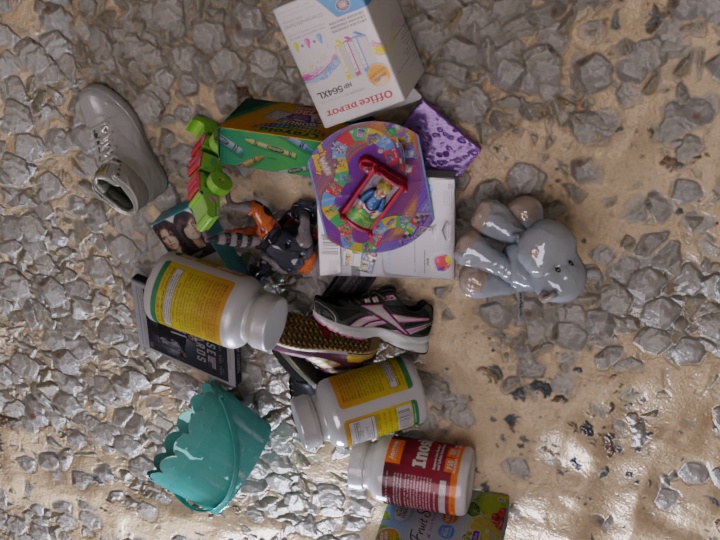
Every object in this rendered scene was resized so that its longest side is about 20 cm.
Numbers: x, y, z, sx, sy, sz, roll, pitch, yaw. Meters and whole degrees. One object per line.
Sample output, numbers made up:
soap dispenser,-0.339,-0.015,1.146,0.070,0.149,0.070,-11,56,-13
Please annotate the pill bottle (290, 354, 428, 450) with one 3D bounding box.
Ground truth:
pill bottle,-0.004,0.212,1.773,0.199,0.113,0.113,-17,116,-10

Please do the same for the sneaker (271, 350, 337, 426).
sneaker,-0.102,0.189,1.859,0.106,0.075,0.200,-34,105,30

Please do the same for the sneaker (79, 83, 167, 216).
sneaker,-0.376,-0.180,1.714,0.073,0.116,0.201,-24,108,29

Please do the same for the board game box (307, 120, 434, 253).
board game box,0.016,-0.103,1.550,0.157,0.039,0.201,-11,119,3

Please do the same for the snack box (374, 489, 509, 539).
snack box,0.135,0.433,1.867,0.199,0.169,0.068,6,122,13

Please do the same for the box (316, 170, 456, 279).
box,0.038,-0.067,1.627,0.199,0.041,0.157,1,113,8

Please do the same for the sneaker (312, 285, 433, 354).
sneaker,0.021,0.060,1.745,0.199,0.080,0.087,14,102,-18

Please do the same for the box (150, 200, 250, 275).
box,-0.242,-0.014,1.803,0.082,0.049,0.201,-22,110,26

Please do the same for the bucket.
bucket,-0.252,0.300,1.899,0.134,0.208,0.207,33,123,-8

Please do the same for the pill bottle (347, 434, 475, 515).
pill bottle,0.084,0.333,1.859,0.199,0.113,0.114,6,120,13

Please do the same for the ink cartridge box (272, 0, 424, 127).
ink cartridge box,-0.007,-0.297,1.528,0.128,0.125,0.201,-16,112,24

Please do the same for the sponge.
sponge,0.071,-0.137,1.633,0.111,0.030,0.200,37,112,-7

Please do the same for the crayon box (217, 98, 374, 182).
crayon box,-0.091,-0.188,1.619,0.199,0.119,0.059,9,121,11

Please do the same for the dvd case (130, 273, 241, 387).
dvd case,-0.284,0.098,1.855,0.199,0.025,0.151,21,133,21

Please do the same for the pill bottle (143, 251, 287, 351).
pill bottle,-0.216,0.051,1.713,0.199,0.113,0.113,17,122,16

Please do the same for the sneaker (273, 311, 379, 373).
sneaker,-0.073,0.124,1.795,0.199,0.075,0.090,11,140,-6

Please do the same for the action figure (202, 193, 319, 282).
action figure,-0.147,-0.029,1.727,0.192,0.105,0.200,22,129,-15

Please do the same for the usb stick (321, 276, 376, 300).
usb stick,0.000,0.000,1.748,0.055,0.033,0.200,30,123,-10

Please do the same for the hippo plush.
hippo plush,0.230,0.000,1.572,0.159,0.161,0.201,-26,110,-12

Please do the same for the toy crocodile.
toy crocodile,-0.226,-0.144,1.653,0.061,0.201,0.067,19,140,-27
